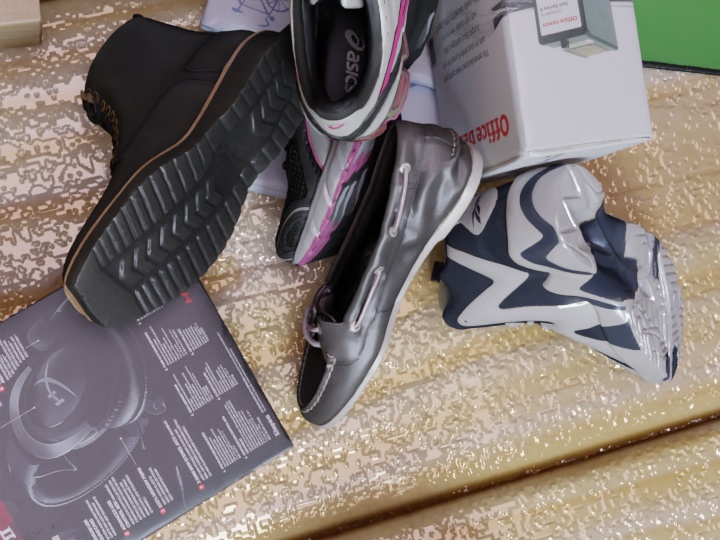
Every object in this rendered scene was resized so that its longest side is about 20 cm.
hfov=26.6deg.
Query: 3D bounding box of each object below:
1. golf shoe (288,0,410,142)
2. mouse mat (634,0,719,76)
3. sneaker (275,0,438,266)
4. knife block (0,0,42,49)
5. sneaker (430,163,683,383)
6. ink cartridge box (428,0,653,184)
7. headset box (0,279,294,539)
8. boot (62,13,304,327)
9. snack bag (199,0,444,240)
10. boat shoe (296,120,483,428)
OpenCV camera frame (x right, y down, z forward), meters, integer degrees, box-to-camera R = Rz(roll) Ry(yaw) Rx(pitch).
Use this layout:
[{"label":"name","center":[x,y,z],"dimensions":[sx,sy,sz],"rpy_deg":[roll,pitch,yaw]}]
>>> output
[{"label":"golf shoe","center":[-0.002,-0.171,0.819],"dimensions":[0.072,0.092,0.202],"rpy_deg":[-1,92,7]},{"label":"mouse mat","center":[0.234,-0.231,1.026],"dimensions":[0.159,0.008,0.202],"rpy_deg":[5,84,-11]},{"label":"sneaker","center":[-0.020,-0.105,0.921],"dimensions":[0.086,0.080,0.202],"rpy_deg":[20,95,21]},{"label":"knife block","center":[-0.308,-0.145,0.881],"dimensions":[0.199,0.064,0.176],"rpy_deg":[38,81,-7]},{"label":"sneaker","center":[0.113,0.009,0.953],"dimensions":[0.199,0.129,0.080],"rpy_deg":[36,59,-46]},{"label":"ink cartridge box","center":[0.095,-0.159,0.903],"dimensions":[0.083,0.146,0.202],"rpy_deg":[-8,89,-14]},{"label":"headset box","center":[-0.162,0.089,0.887],"dimensions":[0.199,0.077,0.150],"rpy_deg":[-31,92,-11]},{"label":"boot","center":[-0.131,-0.063,0.871],"dimensions":[0.200,0.137,0.078],"rpy_deg":[-51,140,-28]},{"label":"snack bag","center":[-0.013,-0.132,0.961],"dimensions":[0.187,0.021,0.202],"rpy_deg":[14,83,-11]},{"label":"boat shoe","center":[0.000,0.000,0.905],"dimensions":[0.057,0.067,0.201],"rpy_deg":[21,109,-26]}]
